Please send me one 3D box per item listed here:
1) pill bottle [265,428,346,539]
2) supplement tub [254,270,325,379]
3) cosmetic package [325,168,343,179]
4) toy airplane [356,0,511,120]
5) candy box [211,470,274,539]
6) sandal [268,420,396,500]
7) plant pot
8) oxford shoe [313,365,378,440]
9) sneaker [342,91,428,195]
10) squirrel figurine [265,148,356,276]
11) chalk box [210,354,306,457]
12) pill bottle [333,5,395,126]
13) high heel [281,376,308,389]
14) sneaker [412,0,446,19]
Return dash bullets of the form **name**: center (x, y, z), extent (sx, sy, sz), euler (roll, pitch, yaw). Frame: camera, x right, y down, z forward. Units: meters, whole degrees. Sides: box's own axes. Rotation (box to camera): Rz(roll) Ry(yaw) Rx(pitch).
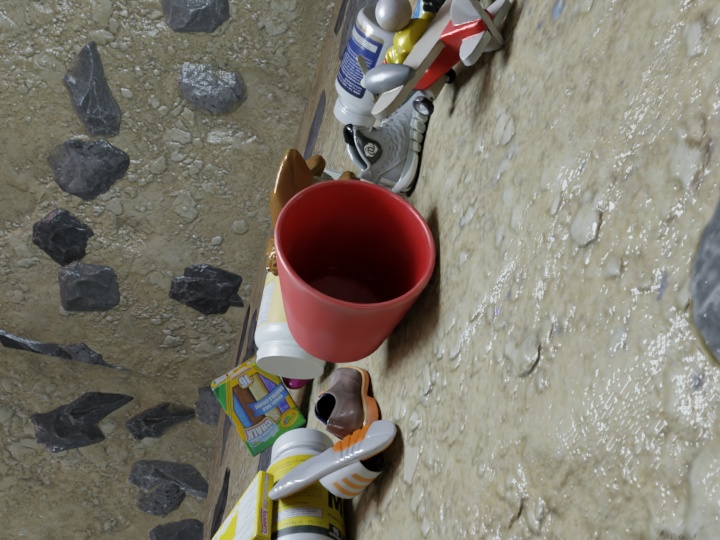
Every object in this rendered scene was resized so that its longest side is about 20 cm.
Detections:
- **pill bottle**: center (-0.078, 0.322, 0.933), extent (0.200, 0.114, 0.114), euler (-97, 24, -56)
- **supplement tub**: center (-0.116, 0.086, 1.264), extent (0.145, 0.145, 0.200), euler (127, 153, -59)
- **cosmetic package**: center (-0.073, -0.166, 1.475), extent (0.200, 0.071, 0.105), euler (-147, 72, -76)
- **toy airplane**: center (0.081, -0.283, 0.820), extent (0.199, 0.141, 0.200), euler (-48, 12, 27)
- **candy box**: center (-0.170, 0.369, 0.908), extent (0.200, 0.026, 0.102), euler (-56, 23, 27)
- **sandal**: center (-0.024, 0.250, 0.841), extent (0.207, 0.059, 0.079), euler (-34, 2, 29)
- **plant pot**: center (-0.017, 0.015, 0.873), extent (0.177, 0.200, 0.201), euler (104, 172, -52)
- **oxford shoe**: center (-0.028, 0.177, 0.959), extent (0.200, 0.073, 0.071), euler (-135, 59, -75)
- **sneaker**: center (0.035, -0.218, 1.009), extent (0.075, 0.115, 0.200), euler (136, 145, -67)
- **squirrel figurine**: center (-0.084, -0.075, 1.028), extent (0.187, 0.141, 0.200), euler (-137, 67, -75)
- **chalk box**: center (-0.195, 0.281, 1.356), extent (0.200, 0.124, 0.125), euler (61, 166, -3)
- **pill bottle**: center (0.019, -0.362, 1.236), extent (0.111, 0.111, 0.200), euler (-91, 20, -47)
- **high heel**: center (-0.125, 0.150, 1.395), extent (0.200, 0.067, 0.096), euler (-90, 8, -57)
- **sneaker**: center (0.110, -0.375, 0.942), extent (0.200, 0.078, 0.089), euler (120, 157, -51)
